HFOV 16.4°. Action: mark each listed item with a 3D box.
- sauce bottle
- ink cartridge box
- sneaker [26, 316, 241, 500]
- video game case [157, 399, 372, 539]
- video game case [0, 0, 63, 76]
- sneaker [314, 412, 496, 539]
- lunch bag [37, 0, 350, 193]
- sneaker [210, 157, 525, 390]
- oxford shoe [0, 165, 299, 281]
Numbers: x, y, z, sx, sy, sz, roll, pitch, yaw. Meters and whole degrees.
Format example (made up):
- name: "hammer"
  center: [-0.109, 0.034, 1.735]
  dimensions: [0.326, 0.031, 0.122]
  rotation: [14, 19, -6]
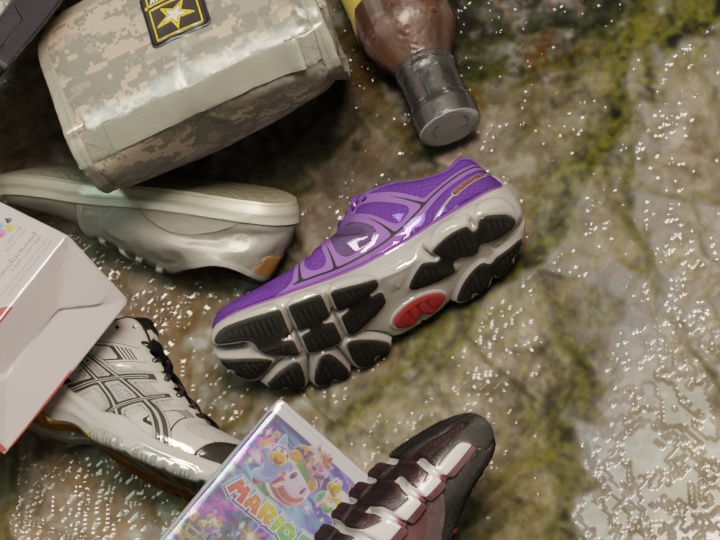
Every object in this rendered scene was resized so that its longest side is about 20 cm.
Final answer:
- name: "sauce bottle"
  center: [0.020, -0.168, 1.542]
  dimensions: [0.064, 0.065, 0.201]
  rotation: [-22, 63, 2]
- name: "ink cartridge box"
  center: [-0.242, 0.016, 1.475]
  dimensions: [0.200, 0.068, 0.117]
  rotation: [22, 70, 49]
- name: "sneaker"
  center: [-0.130, 0.071, 1.463]
  dimensions: [0.199, 0.076, 0.088]
  rotation: [22, 73, 20]
- name: "video game case"
  center: [-0.056, 0.194, 1.392]
  dimensions: [0.143, 0.018, 0.200]
  rotation: [41, 79, -3]
- name: "video game case"
  center: [-0.199, -0.157, 1.503]
  dimensions: [0.025, 0.181, 0.200]
  rotation: [39, 56, -10]
- name: "sneaker"
  center: [0.025, 0.181, 1.371]
  dimensions: [0.200, 0.076, 0.116]
  rotation: [-46, 103, -6]
- name: "lunch bag"
  center: [-0.095, -0.126, 1.466]
  dimensions: [0.163, 0.200, 0.118]
  rotation: [-23, 103, 2]
- name: "sneaker"
  center: [0.000, 0.000, 1.480]
  dimensions: [0.199, 0.081, 0.084]
  rotation: [-27, 47, -8]
- name: "oxford shoe"
  center: [-0.132, -0.030, 1.517]
  dimensions: [0.199, 0.075, 0.058]
  rotation: [10, 105, 18]
